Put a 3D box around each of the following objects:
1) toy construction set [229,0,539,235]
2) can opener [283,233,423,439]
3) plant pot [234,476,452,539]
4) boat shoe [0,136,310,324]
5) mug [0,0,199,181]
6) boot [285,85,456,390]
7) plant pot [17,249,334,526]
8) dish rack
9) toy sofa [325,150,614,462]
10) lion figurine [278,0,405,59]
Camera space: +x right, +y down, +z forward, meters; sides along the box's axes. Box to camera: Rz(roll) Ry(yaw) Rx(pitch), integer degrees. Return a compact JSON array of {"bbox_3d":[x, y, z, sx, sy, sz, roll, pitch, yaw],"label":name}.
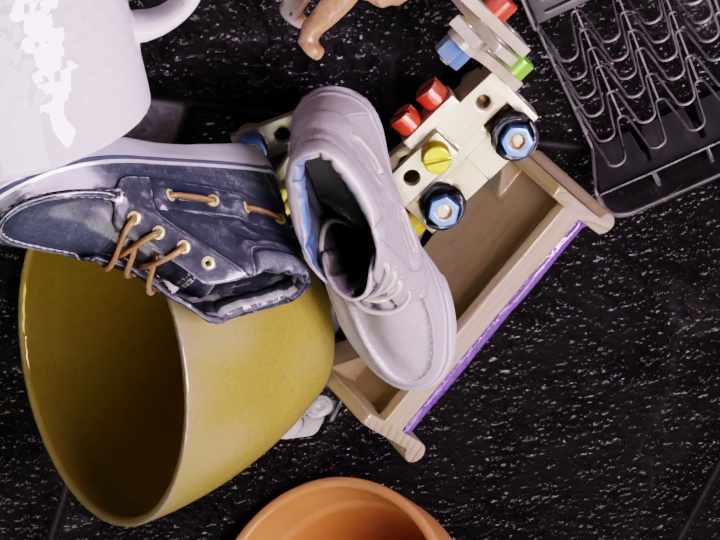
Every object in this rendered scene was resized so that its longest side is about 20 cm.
[{"bbox_3d":[0.031,-0.092,1.507,0.200,0.092,0.131,-39,110,25],"label":"toy construction set"},{"bbox_3d":[-0.018,0.023,1.628,0.052,0.067,0.201,12,119,-31],"label":"can opener"},{"bbox_3d":[0.011,0.258,1.768,0.200,0.201,0.140,-37,147,18],"label":"plant pot"},{"bbox_3d":[-0.118,-0.020,1.395,0.199,0.091,0.071,-5,147,-35],"label":"boat shoe"},{"bbox_3d":[-0.177,-0.161,1.342,0.198,0.148,0.177,-14,115,-3],"label":"mug"},{"bbox_3d":[0.000,0.000,1.451,0.073,0.096,0.201,-15,115,16],"label":"boot"},{"bbox_3d":[-0.101,0.045,1.546,0.141,0.200,0.201,-9,137,-35],"label":"plant pot"},{"bbox_3d":[0.185,-0.138,1.538,0.153,0.055,0.200,-25,133,6],"label":"dish rack"},{"bbox_3d":[0.068,0.019,1.584,0.200,0.083,0.097,-50,137,5],"label":"toy sofa"},{"bbox_3d":[-0.032,-0.202,1.405,0.199,0.073,0.123,30,110,-30],"label":"lion figurine"}]
